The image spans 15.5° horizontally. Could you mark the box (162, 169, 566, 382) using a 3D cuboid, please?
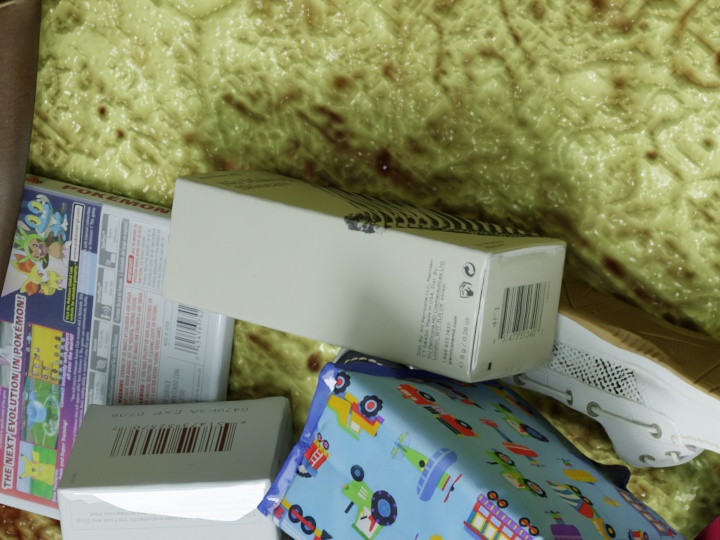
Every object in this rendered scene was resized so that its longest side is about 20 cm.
[{"bbox_3d":[0.000,0.000,1.353,0.200,0.082,0.069,14,102,32],"label":"box"}]

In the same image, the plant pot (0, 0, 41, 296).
[{"bbox_3d":[-0.253,-0.049,1.405,0.187,0.187,0.200,3,108,20],"label":"plant pot"}]

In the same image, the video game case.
[{"bbox_3d":[-0.161,0.050,1.496,0.182,0.023,0.200,14,113,16],"label":"video game case"}]

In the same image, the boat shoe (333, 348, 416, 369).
[{"bbox_3d":[0.001,0.137,1.441,0.074,0.060,0.200,11,111,17],"label":"boat shoe"}]

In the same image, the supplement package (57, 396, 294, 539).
[{"bbox_3d":[-0.091,0.183,1.441,0.117,0.117,0.200,-3,110,3],"label":"supplement package"}]

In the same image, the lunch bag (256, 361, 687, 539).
[{"bbox_3d":[0.076,0.113,1.307,0.151,0.200,0.094,39,116,28],"label":"lunch bag"}]

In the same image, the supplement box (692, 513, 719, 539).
[{"bbox_3d":[0.228,0.161,1.345,0.200,0.061,0.109,-49,66,26],"label":"supplement box"}]

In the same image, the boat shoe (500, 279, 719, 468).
[{"bbox_3d":[0.153,0.068,1.335,0.200,0.071,0.069,27,112,37],"label":"boat shoe"}]
